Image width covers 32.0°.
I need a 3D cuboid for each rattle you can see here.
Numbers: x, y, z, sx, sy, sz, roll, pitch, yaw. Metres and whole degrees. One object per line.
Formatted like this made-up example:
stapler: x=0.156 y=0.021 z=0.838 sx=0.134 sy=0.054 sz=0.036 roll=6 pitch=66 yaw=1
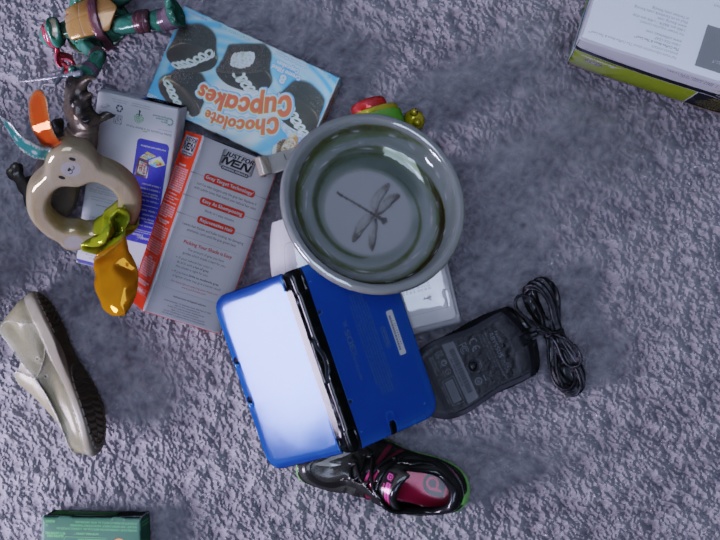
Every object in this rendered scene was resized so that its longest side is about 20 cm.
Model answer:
rattle: x=-0.307 y=-0.067 z=1.315 sx=0.128 sy=0.201 sz=0.144 roll=1 pitch=53 yaw=11

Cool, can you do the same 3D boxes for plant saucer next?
plant saucer: x=0.010 y=-0.065 z=1.324 sx=0.197 sy=0.050 sz=0.203 roll=4 pitch=69 yaw=-11

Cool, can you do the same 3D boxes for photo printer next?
photo printer: x=0.000 y=0.000 z=1.403 sx=0.197 sy=0.069 sz=0.169 roll=-14 pitch=90 yaw=6

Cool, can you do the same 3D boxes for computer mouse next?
computer mouse: x=0.142 y=0.103 z=1.404 sx=0.197 sy=0.053 sz=0.140 roll=-20 pitch=90 yaw=-6

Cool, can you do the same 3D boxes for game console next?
game console: x=-0.038 y=0.092 z=1.366 sx=0.169 sy=0.118 sz=0.203 roll=-20 pitch=92 yaw=-26

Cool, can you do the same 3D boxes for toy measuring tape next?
toy measuring tape: x=-0.017 y=-0.146 z=1.379 sx=0.197 sy=0.073 sz=0.075 roll=-17 pitch=89 yaw=-17

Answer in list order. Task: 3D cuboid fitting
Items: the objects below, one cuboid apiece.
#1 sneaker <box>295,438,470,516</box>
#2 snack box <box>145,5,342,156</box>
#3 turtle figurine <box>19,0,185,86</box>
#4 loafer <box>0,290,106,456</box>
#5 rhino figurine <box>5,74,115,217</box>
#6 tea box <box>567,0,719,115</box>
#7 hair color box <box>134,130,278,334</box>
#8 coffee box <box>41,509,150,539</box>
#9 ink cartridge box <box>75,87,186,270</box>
sneaker: x=0.025 y=0.225 z=1.394 sx=0.197 sy=0.084 sz=0.078 roll=9 pitch=90 yaw=5
snack box: x=-0.133 y=-0.205 z=1.430 sx=0.198 sy=0.037 sz=0.118 roll=25 pitch=93 yaw=5
turtle figurine: x=-0.301 y=-0.288 z=1.415 sx=0.197 sy=0.101 sz=0.152 roll=-18 pitch=95 yaw=9
loafer: x=-0.353 y=0.125 z=1.437 sx=0.068 sy=0.076 sz=0.202 roll=-26 pitch=79 yaw=6
rhino figurine: x=-0.327 y=-0.135 z=1.393 sx=0.088 sy=0.059 sz=0.201 roll=48 pitch=124 yaw=22
tea box: x=0.332 y=-0.258 z=1.308 sx=0.197 sy=0.197 sz=0.136 roll=19 pitch=92 yaw=4
hair color box: x=-0.175 y=-0.042 z=1.404 sx=0.100 sy=0.061 sz=0.203 roll=19 pitch=92 yaw=-29
coffee box: x=-0.305 y=0.380 z=1.445 sx=0.121 sy=0.044 sz=0.204 roll=-1 pitch=90 yaw=6
ink cartridge box: x=-0.261 y=-0.098 z=1.430 sx=0.098 sy=0.039 sz=0.203 roll=14 pitch=104 yaw=6
